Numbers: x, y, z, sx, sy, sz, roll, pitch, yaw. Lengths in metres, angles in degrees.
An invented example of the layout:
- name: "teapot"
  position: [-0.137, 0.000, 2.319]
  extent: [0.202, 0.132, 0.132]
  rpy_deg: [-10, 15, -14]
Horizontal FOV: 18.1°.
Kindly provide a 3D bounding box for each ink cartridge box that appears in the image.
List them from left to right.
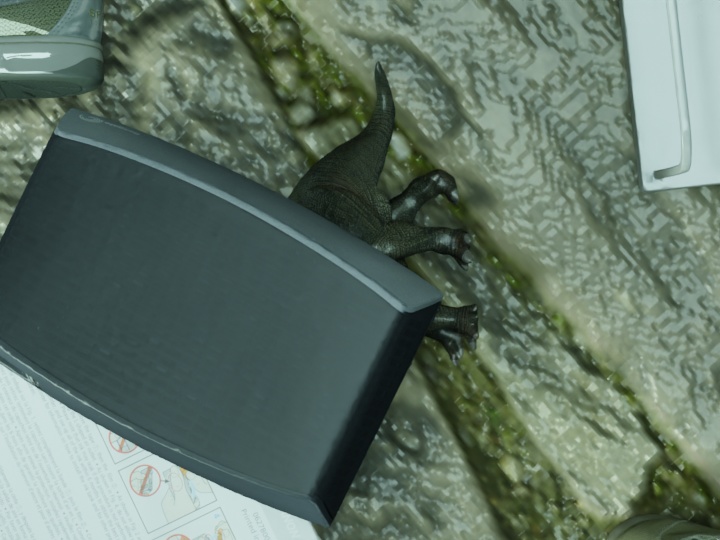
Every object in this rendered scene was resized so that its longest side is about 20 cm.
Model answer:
- name: "ink cartridge box"
  position: [-0.140, 0.106, 1.090]
  extent: [0.200, 0.050, 0.161]
  rpy_deg: [-26, 90, -3]

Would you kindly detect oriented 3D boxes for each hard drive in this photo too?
- name: "hard drive"
  position: [-0.078, 0.020, 1.037]
  extent: [0.200, 0.042, 0.135]
  rpy_deg: [27, 91, 9]

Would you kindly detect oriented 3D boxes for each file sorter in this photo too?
- name: "file sorter"
  position: [0.230, -0.118, 1.052]
  extent: [0.199, 0.125, 0.139]
  rpy_deg: [-6, 91, -1]

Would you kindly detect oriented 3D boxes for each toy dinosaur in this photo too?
- name: "toy dinosaur"
  position: [0.000, 0.000, 1.075]
  extent: [0.102, 0.077, 0.201]
  rpy_deg: [-3, 93, -7]

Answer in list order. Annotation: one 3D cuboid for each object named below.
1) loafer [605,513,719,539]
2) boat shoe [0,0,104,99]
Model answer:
- name: "loafer"
  position: [0.214, 0.165, 1.079]
  extent: [0.199, 0.068, 0.076]
  rpy_deg: [10, 90, 0]
- name: "boat shoe"
  position: [-0.221, -0.119, 1.062]
  extent: [0.201, 0.074, 0.065]
  rpy_deg: [2, 84, -4]
